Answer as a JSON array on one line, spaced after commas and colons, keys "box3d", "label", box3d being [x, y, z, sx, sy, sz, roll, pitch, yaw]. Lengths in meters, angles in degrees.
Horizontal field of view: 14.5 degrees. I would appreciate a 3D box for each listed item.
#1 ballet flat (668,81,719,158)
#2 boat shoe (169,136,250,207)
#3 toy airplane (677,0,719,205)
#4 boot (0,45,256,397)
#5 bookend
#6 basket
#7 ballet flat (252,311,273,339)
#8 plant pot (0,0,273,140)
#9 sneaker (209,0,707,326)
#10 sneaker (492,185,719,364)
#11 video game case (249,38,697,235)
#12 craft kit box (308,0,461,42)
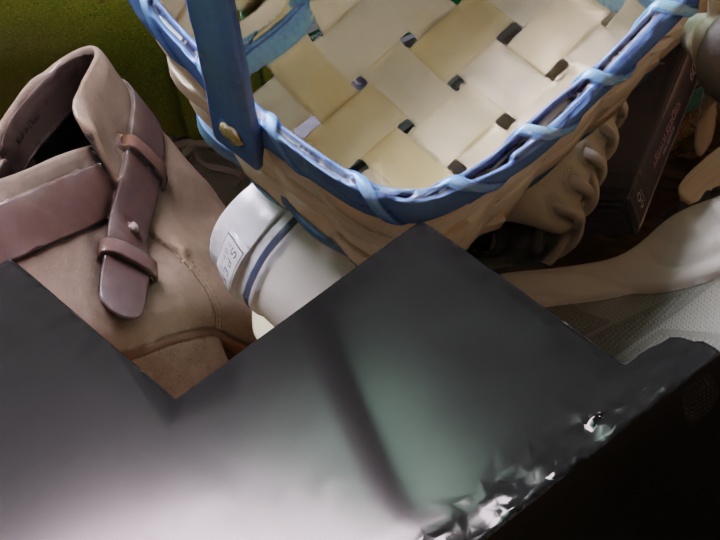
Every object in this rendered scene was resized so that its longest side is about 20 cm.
[{"box3d": [0.072, -0.075, 1.061, 0.065, 0.071, 0.200, -32, 17, -26], "label": "ballet flat"}, {"box3d": [-0.058, -0.045, 1.169, 0.074, 0.086, 0.202, -17, 22, 31], "label": "boat shoe"}, {"box3d": [0.192, -0.091, 0.845, 0.199, 0.141, 0.200, -19, 21, 25], "label": "toy airplane"}, {"box3d": [-0.069, -0.014, 1.013, 0.070, 0.146, 0.200, -21, 21, 25], "label": "boot"}, {"box3d": [-0.037, 0.063, 0.739, 0.199, 0.092, 0.200, -37, 46, -18], "label": "bookend"}, {"box3d": [0.018, -0.094, 0.766, 0.176, 0.139, 0.200, -43, -15, -21], "label": "basket"}, {"box3d": [0.000, 0.000, 0.988, 0.071, 0.065, 0.200, -51, 9, 23], "label": "ballet flat"}, {"box3d": [-0.132, -0.137, 1.075, 0.192, 0.201, 0.200, -7, 21, 1], "label": "plant pot"}, {"box3d": [0.049, -0.036, 0.891, 0.200, 0.071, 0.073, -37, -19, -15], "label": "sneaker"}, {"box3d": [0.069, 0.039, 0.804, 0.200, 0.074, 0.080, -24, 46, 35], "label": "sneaker"}, {"box3d": [0.059, -0.092, 0.994, 0.142, 0.019, 0.200, 3, 48, 28], "label": "video game case"}, {"box3d": [0.059, -0.164, 0.992, 0.200, 0.049, 0.198, -23, 31, 12], "label": "craft kit box"}]
